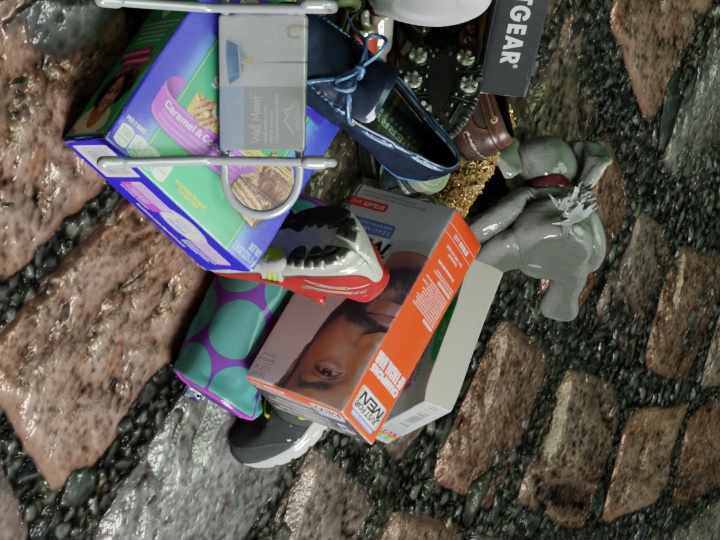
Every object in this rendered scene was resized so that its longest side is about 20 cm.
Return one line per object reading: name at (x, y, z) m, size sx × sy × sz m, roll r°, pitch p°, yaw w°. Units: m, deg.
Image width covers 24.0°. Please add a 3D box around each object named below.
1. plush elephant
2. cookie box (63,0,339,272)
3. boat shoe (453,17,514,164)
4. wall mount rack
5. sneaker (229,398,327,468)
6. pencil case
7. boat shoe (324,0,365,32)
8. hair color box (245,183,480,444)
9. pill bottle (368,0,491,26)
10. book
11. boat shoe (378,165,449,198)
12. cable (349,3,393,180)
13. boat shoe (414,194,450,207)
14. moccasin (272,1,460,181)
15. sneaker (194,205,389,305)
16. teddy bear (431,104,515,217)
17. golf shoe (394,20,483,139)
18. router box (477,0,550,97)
plush elephant at (0.187, -0.071, 1.786) m, size 0.201 × 0.163 × 0.156 m, roll 120°, pitch -24°, yaw -46°
cookie box at (-0.107, -0.129, 1.322) m, size 0.171 × 0.075 × 0.201 m, roll 43°, pitch 67°, yaw -32°
boat shoe at (0.115, -0.193, 1.598) m, size 0.070 × 0.070 × 0.202 m, roll 30°, pitch 48°, yaw -46°
wall mount rack at (-0.102, -0.137, 1.235) m, size 0.075 × 0.172 × 0.202 m, roll -68°, pitch 158°, yaw -85°
sneaker at (-0.051, 0.096, 1.521) m, size 0.200 × 0.075 × 0.085 m, roll -39°, pitch 122°, yaw 13°
pencil case at (-0.085, 0.027, 1.466) m, size 0.092 × 0.085 × 0.201 m, roll 38°, pitch 73°, yaw -39°
boat shoe at (-0.026, -0.235, 1.443) m, size 0.073 × 0.064 × 0.202 m, roll -8°, pitch 113°, yaw -57°
hair color box at (0.004, 0.033, 1.420) m, size 0.201 × 0.110 × 0.064 m, roll -61°, pitch 142°, yaw -17°
pill bottle at (0.063, -0.322, 1.467) m, size 0.112 × 0.111 × 0.202 m, roll 24°, pitch 66°, yaw -57°
book at (0.063, 0.078, 1.517) m, size 0.200 × 0.048 × 0.135 m, roll 137°, pitch -24°, yaw -70°
boat shoe at (0.062, -0.144, 1.621) m, size 0.073 × 0.062 × 0.201 m, roll 38°, pitch 48°, yaw -24°
cable at (0.012, -0.160, 1.541) m, size 0.097 × 0.050 × 0.202 m, roll -64°, pitch 150°, yaw -52°
boat shoe at (0.000, 0.000, 1.547) m, size 0.200 × 0.072 × 0.060 m, roll -41°, pitch 136°, yaw 6°
moccasin at (0.007, -0.145, 1.319) m, size 0.199 × 0.068 × 0.081 m, roll 34°, pitch 74°, yaw -30°
sneaker at (-0.059, -0.006, 1.378) m, size 0.085 × 0.199 × 0.077 m, roll 48°, pitch 65°, yaw -38°
teddy bear at (0.091, -0.077, 1.655) m, size 0.067 × 0.145 × 0.201 m, roll 41°, pitch 51°, yaw -10°
golf shoe at (0.065, -0.177, 1.532) m, size 0.088 × 0.076 × 0.201 m, roll 104°, pitch -10°, yaw -51°
router box at (0.140, -0.276, 1.494) m, size 0.201 × 0.050 × 0.150 m, roll 98°, pitch -4°, yaw -52°
